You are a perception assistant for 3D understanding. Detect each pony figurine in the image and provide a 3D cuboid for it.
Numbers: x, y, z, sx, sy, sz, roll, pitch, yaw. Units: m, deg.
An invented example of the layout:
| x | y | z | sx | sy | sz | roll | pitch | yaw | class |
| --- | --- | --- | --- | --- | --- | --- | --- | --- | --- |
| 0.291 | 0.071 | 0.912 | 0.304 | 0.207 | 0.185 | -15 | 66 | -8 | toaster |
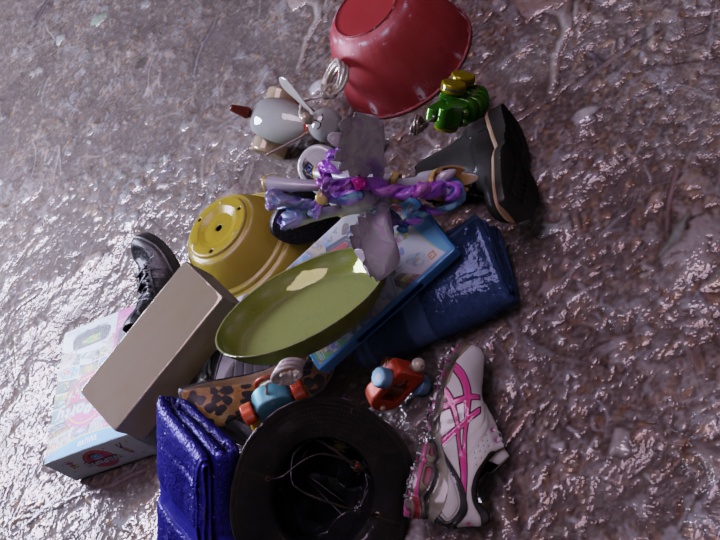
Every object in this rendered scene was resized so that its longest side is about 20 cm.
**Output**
| x | y | z | sx | sy | sz | roll | pitch | yaw | class |
| --- | --- | --- | --- | --- | --- | --- | --- | --- | --- |
| 0.000 | -0.082 | 1.157 | 0.200 | 0.193 | 0.167 | -1 | 100 | 33 | pony figurine |

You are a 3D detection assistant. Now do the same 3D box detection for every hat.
| x | y | z | sx | sy | sz | roll | pitch | yaw | class |
| --- | --- | --- | --- | --- | --- | --- | --- | --- | --- |
| -0.042 | 0.226 | 1.141 | 0.201 | 0.201 | 0.081 | -50 | 4 | -3 | hat |

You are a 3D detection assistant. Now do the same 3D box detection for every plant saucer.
| x | y | z | sx | sy | sz | roll | pitch | yaw | class |
| --- | --- | --- | --- | --- | --- | --- | --- | --- | --- |
| -0.058 | 0.042 | 1.167 | 0.200 | 0.031 | 0.200 | -22 | 22 | 10 | plant saucer |

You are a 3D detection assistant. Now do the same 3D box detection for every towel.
| x | y | z | sx | sy | sz | roll | pitch | yaw | class |
| --- | --- | --- | --- | --- | --- | --- | --- | --- | --- |
| -0.182 | 0.249 | 1.185 | 0.148 | 0.050 | 0.200 | 28 | 122 | 45 | towel |
| 0.070 | 0.027 | 1.221 | 0.200 | 0.049 | 0.112 | -25 | 63 | 20 | towel |

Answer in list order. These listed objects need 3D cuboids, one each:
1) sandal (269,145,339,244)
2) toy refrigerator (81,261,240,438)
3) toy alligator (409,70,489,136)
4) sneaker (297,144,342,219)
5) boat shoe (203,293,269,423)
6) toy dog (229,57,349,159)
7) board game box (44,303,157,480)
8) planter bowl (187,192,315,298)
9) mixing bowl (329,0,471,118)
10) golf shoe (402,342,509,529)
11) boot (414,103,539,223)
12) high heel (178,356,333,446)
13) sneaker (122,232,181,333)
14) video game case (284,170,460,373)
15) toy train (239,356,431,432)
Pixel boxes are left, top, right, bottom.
| x | y | z | sx | sy | sz | roll | pitch | yaw | class |
| --- | --- | --- | --- | --- | --- | --- | --- | --- | --- |
| -0.044 | -0.110 | 1.412 | 0.200 | 0.075 | 0.045 | -51 | 29 | -17 | sandal |
| -0.230 | 0.095 | 1.311 | 0.076 | 0.070 | 0.200 | 40 | 92 | 28 | toy refrigerator |
| 0.115 | -0.191 | 1.316 | 0.054 | 0.059 | 0.200 | 17 | 29 | 15 | toy alligator |
| 0.018 | -0.073 | 1.334 | 0.073 | 0.112 | 0.200 | -43 | 77 | 18 | sneaker |
| -0.152 | 0.124 | 1.332 | 0.071 | 0.072 | 0.200 | -31 | 38 | 36 | boat shoe |
| -0.105 | -0.204 | 1.457 | 0.200 | 0.096 | 0.132 | -24 | 58 | 55 | toy dog |
| -0.322 | 0.155 | 1.436 | 0.147 | 0.064 | 0.200 | -21 | 50 | 25 | board game box |
| -0.162 | -0.037 | 1.435 | 0.200 | 0.083 | 0.201 | -20 | 50 | 25 | planter bowl |
| 0.034 | -0.312 | 1.466 | 0.200 | 0.108 | 0.200 | -20 | 50 | 26 | mixing bowl |
| 0.105 | 0.165 | 1.106 | 0.092 | 0.073 | 0.200 | 13 | 57 | 6 | golf shoe |
| 0.124 | -0.092 | 1.259 | 0.138 | 0.077 | 0.200 | -30 | 26 | 23 | boot |
| -0.108 | 0.101 | 1.247 | 0.200 | 0.142 | 0.071 | -64 | 19 | -15 | high heel |
| -0.262 | 0.045 | 1.407 | 0.200 | 0.104 | 0.060 | 53 | 140 | 12 | sneaker |
| 0.000 | 0.000 | 1.234 | 0.200 | 0.018 | 0.143 | -42 | 50 | 9 | video game case |
| -0.032 | 0.121 | 1.163 | 0.150 | 0.200 | 0.056 | -53 | 44 | 30 | toy train |
